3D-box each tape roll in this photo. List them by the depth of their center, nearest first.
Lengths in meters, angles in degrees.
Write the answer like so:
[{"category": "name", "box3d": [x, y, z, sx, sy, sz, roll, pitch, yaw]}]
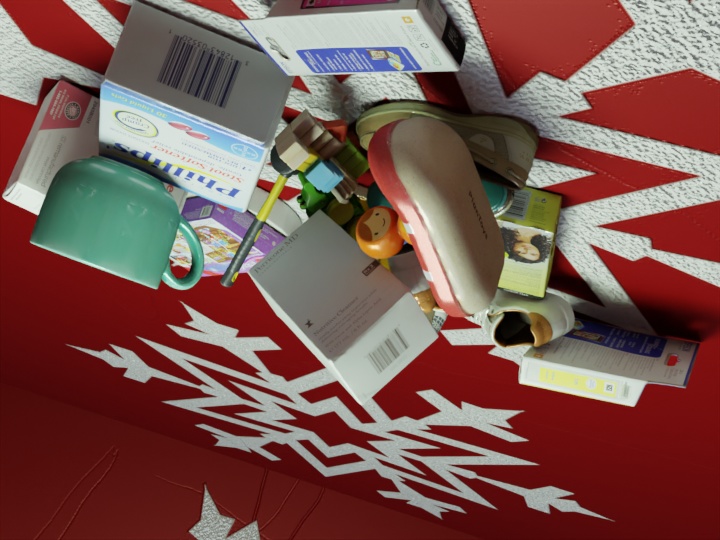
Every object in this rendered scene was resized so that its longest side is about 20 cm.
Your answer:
[{"category": "tape roll", "box3d": [-0.176, -0.071, 1.666, 0.199, 0.038, 0.203, 16, 160, 6]}]

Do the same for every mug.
[{"category": "mug", "box3d": [-0.271, -0.055, 1.395, 0.150, 0.116, 0.184, 17, 175, 30]}]

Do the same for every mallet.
[{"category": "mallet", "box3d": [-0.106, -0.068, 1.428, 0.041, 0.202, 0.066, 37, -151, 15]}]

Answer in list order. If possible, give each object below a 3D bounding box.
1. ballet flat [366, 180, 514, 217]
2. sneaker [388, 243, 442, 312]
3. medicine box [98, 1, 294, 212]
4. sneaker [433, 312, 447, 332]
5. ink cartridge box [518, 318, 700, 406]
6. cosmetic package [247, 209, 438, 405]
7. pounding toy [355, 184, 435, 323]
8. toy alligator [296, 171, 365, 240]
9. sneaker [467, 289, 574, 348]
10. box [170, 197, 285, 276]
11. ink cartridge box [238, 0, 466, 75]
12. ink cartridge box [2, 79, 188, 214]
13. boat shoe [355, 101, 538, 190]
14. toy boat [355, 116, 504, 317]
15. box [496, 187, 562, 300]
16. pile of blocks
[{"category": "ballet flat", "box3d": [0.099, -0.087, 1.373, 0.198, 0.073, 0.072, 0, 153, 40]}, {"category": "sneaker", "box3d": [0.093, -0.002, 1.392, 0.072, 0.086, 0.199, -14, -172, 32]}, {"category": "medicine box", "box3d": [-0.179, -0.168, 1.326, 0.179, 0.104, 0.200, 21, 159, -6]}, {"category": "sneaker", "box3d": [0.041, 0.048, 1.722, 0.198, 0.082, 0.076, -2, 154, 46]}, {"category": "ink cartridge box", "box3d": [0.317, 0.116, 1.559, 0.197, 0.048, 0.197, 13, -164, 18]}, {"category": "cosmetic package", "box3d": [-0.022, 0.034, 1.292, 0.200, 0.113, 0.082, 40, 168, 47]}, {"category": "pounding toy", "box3d": [0.000, 0.000, 1.482, 0.197, 0.187, 0.142, 19, 160, -3]}, {"category": "toy alligator", "box3d": [-0.043, -0.076, 1.377, 0.200, 0.054, 0.060, 39, -165, -42]}, {"category": "sneaker", "box3d": [0.170, 0.051, 1.567, 0.198, 0.084, 0.074, 11, 122, 49]}, {"category": "box", "box3d": [-0.202, -0.044, 1.646, 0.198, 0.040, 0.136, -5, 149, 46]}, {"category": "ink cartridge box", "box3d": [-0.009, -0.220, 1.147, 0.197, 0.038, 0.095, 2, 155, 32]}, {"category": "ink cartridge box", "box3d": [-0.310, -0.116, 1.506, 0.198, 0.148, 0.084, 26, 159, -23]}, {"category": "boat shoe", "box3d": [0.082, -0.124, 1.272, 0.197, 0.064, 0.073, 10, 158, 20]}, {"category": "toy boat", "box3d": [0.054, -0.048, 1.213, 0.129, 0.131, 0.202, -13, 116, 24]}, {"category": "box", "box3d": [0.190, -0.030, 1.440, 0.074, 0.051, 0.201, 13, 160, 12]}, {"category": "pile of blocks", "box3d": [-0.025, -0.122, 1.296, 0.082, 0.062, 0.200, 51, -168, 8]}]
